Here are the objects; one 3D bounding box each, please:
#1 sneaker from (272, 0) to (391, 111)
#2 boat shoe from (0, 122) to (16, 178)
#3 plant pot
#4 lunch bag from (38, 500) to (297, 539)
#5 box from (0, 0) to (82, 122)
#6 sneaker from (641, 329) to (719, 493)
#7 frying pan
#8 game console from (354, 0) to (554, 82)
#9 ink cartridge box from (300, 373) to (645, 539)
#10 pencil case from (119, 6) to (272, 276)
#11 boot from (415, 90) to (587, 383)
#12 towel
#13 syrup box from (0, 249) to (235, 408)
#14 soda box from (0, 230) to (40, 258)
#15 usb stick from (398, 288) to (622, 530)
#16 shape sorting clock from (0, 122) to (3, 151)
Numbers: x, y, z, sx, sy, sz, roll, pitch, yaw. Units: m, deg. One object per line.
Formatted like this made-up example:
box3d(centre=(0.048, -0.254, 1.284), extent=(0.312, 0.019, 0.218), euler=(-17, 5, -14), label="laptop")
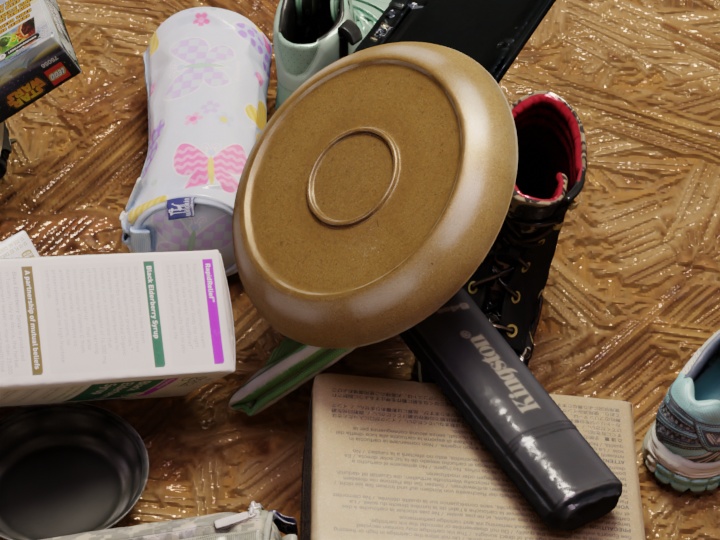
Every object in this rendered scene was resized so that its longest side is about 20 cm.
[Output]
box3d(centre=(-0.003, -0.182, 1.839), extent=(0.073, 0.119, 0.201), euler=(13, 47, 16), label="sneaker")
box3d(centre=(-0.262, -0.074, 1.765), extent=(0.056, 0.069, 0.201), euler=(12, 50, -11), label="boat shoe")
box3d(centre=(0.001, -0.051, 1.566), extent=(0.199, 0.027, 0.201), euler=(-15, 60, 28), label="plant pot")
box3d(centre=(-0.125, 0.210, 1.426), extent=(0.199, 0.168, 0.140), euler=(-8, 44, -1), label="lunch bag")
box3d(centre=(-0.281, -0.123, 1.677), extent=(0.199, 0.040, 0.137), euler=(-31, 43, 7), label="box")
box3d(centre=(0.260, 0.058, 1.665), extent=(0.077, 0.087, 0.200), euler=(33, 54, 23), label="sneaker")
box3d(centre=(-0.220, 0.137, 1.591), extent=(0.189, 0.031, 0.115), euler=(-17, 47, -14), label="frying pan")
box3d(centre=(0.034, -0.087, 1.709), extent=(0.116, 0.176, 0.200), euler=(23, 49, 16), label="game console")
box3d(centre=(0.065, 0.150, 1.562), extent=(0.199, 0.075, 0.165), euler=(6, 45, -5), label="ink cartridge box")
box3d(centre=(-0.108, -0.085, 1.770), extent=(0.090, 0.083, 0.201), euler=(-8, 47, 12), label="pencil case")
box3d(centre=(0.091, -0.002, 1.660), extent=(0.073, 0.151, 0.201), euler=(18, 49, 1), label="boot")
box3d(centre=(0.000, 0.000, 1.664), extent=(0.023, 0.152, 0.200), euler=(41, 52, -10), label="towel")
box3d(centre=(-0.182, 0.037, 1.595), extent=(0.199, 0.079, 0.082), euler=(-2, 79, -27), label="syrup box")
box3d(centre=(-0.281, 0.053, 1.626), extent=(0.200, 0.068, 0.064), euler=(-33, 94, -29), label="soda box")
box3d(centre=(0.083, 0.076, 1.564), extent=(0.055, 0.033, 0.200), euler=(-20, 51, -24), label="usb stick")
box3d(centre=(-0.311, -0.054, 1.695), extent=(0.199, 0.039, 0.201), euler=(-19, 47, 22), label="shape sorting clock")
